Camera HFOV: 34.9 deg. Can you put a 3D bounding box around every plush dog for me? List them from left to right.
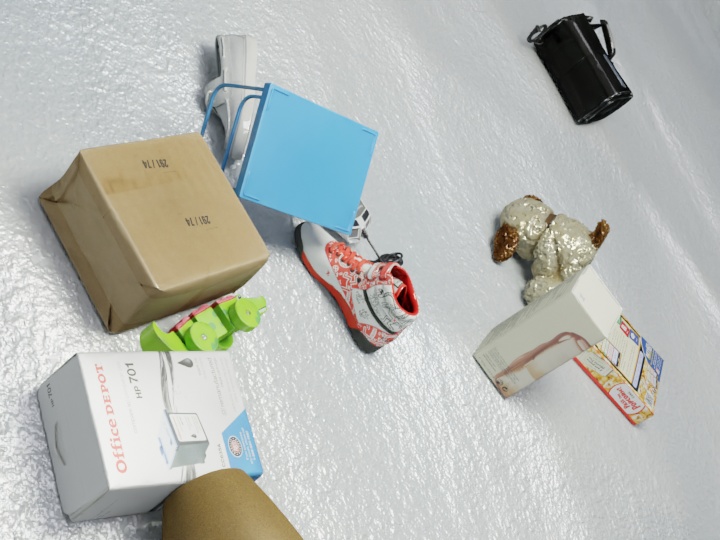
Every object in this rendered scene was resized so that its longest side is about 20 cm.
[{"bbox_3d":[0.307,-0.054,1.904,0.170,0.162,0.200,32,36,9],"label":"plush dog"}]

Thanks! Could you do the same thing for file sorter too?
[{"bbox_3d":[-0.098,-0.146,1.469,0.198,0.122,0.141,17,89,-45],"label":"file sorter"}]

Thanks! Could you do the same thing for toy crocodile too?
[{"bbox_3d":[-0.176,0.066,1.313,0.062,0.067,0.199,56,37,4],"label":"toy crocodile"}]

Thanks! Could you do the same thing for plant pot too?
[{"bbox_3d":[-0.117,0.304,1.120,0.185,0.186,0.202,4,50,-46],"label":"plant pot"}]

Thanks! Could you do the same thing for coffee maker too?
[{"bbox_3d":[0.446,-0.407,2.348,0.190,0.135,0.202,-21,76,-29],"label":"coffee maker"}]

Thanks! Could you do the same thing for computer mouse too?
[{"bbox_3d":[-0.019,-0.075,1.623,0.109,0.044,0.202,-31,93,-49],"label":"computer mouse"}]

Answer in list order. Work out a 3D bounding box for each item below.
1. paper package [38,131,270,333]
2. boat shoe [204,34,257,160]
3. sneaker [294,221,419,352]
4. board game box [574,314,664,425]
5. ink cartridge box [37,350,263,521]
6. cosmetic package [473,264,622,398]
[{"bbox_3d":[-0.232,-0.050,1.312,0.199,0.103,0.193,-21,77,-52],"label":"paper package"},{"bbox_3d":[-0.179,-0.241,1.556,0.067,0.072,0.204,7,65,-11],"label":"boat shoe"},{"bbox_3d":[0.001,0.000,1.528,0.067,0.107,0.203,-26,82,-53],"label":"sneaker"},{"bbox_3d":[0.433,0.140,1.955,0.200,0.046,0.152,47,37,-11],"label":"board game box"},{"bbox_3d":[-0.214,0.166,1.181,0.198,0.085,0.149,5,59,-48],"label":"ink cartridge box"},{"bbox_3d":[0.276,0.091,1.688,0.088,0.199,0.103,51,37,-1],"label":"cosmetic package"}]
